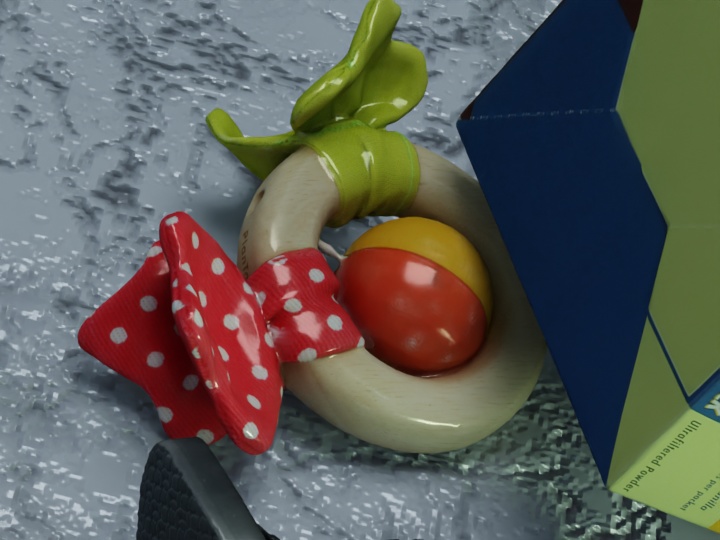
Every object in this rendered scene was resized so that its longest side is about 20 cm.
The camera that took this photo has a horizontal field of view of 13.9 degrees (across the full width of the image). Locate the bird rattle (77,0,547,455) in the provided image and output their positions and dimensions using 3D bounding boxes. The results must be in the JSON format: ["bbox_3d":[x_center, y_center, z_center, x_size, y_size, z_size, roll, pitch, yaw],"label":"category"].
[{"bbox_3d":[0.000,0.000,1.106,0.163,0.113,0.200,31,41,-11],"label":"bird rattle"}]

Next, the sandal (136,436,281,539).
[{"bbox_3d":[-0.016,0.141,0.956,0.043,0.076,0.201,-16,61,-33],"label":"sandal"}]

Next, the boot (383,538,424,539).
[{"bbox_3d":[-0.019,0.164,0.857,0.210,0.159,0.080,-1,32,-18],"label":"boot"}]

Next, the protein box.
[{"bbox_3d":[0.172,-0.003,1.089,0.199,0.135,0.199,23,32,-35],"label":"protein box"}]
